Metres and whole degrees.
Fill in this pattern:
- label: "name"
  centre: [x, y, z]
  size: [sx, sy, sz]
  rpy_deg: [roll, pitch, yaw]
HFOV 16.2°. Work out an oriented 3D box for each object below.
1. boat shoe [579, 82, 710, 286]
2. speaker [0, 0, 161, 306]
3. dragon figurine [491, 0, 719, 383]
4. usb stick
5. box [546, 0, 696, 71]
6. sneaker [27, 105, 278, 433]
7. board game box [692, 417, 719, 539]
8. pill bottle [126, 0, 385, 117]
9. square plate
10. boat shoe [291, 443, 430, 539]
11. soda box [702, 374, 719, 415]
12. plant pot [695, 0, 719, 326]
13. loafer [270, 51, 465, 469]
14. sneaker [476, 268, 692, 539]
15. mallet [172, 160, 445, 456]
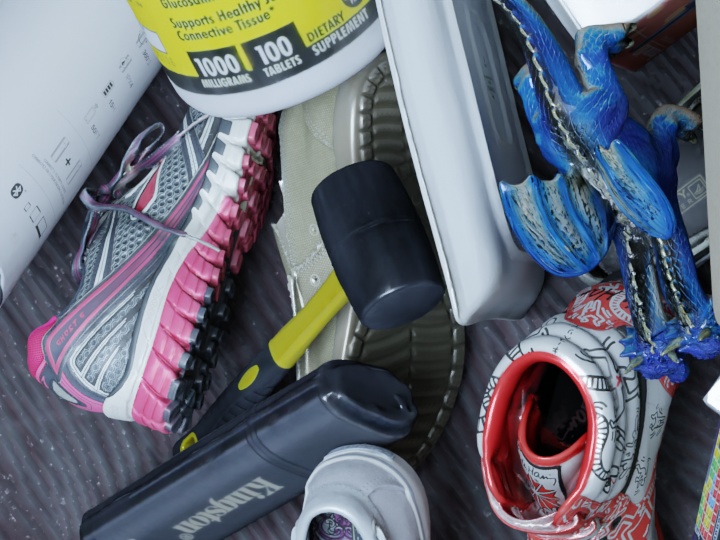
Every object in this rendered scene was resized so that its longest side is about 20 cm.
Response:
- label: "boat shoe"
  centre: [0.173, -0.058, 1.090]
  size: [0.200, 0.064, 0.071]
  rpy_deg: [-43, 81, 10]
- label: "speaker"
  centre: [-0.139, -0.082, 1.110]
  size: [0.081, 0.081, 0.200]
  rpy_deg: [24, 63, 12]
- label: "dragon figurine"
  centre: [0.090, -0.038, 0.968]
  size: [0.059, 0.200, 0.100]
  rpy_deg: [-21, 42, 27]
- label: "usb stick"
  centre: [-0.053, 0.089, 1.109]
  size: [0.200, 0.055, 0.033]
  rpy_deg: [-33, 51, 43]
- label: "box"
  centre: [0.154, -0.184, 1.048]
  size: [0.200, 0.152, 0.106]
  rpy_deg: [-36, 85, 12]
- label: "sneaker"
  centre: [-0.084, -0.029, 1.110]
  size: [0.074, 0.081, 0.200]
  rpy_deg: [14, 60, 8]
- label: "board game box"
  centre: [0.247, 0.069, 1.028]
  size: [0.199, 0.057, 0.166]
  rpy_deg: [9, 102, -11]
- label: "pill bottle"
  centre: [-0.066, -0.171, 1.038]
  size: [0.112, 0.113, 0.200]
  rpy_deg: [-19, 123, 13]
- label: "square plate"
  centre: [0.042, -0.077, 1.052]
  size: [0.028, 0.200, 0.199]
  rpy_deg: [-13, 87, 10]
- label: "boat shoe"
  centre: [0.007, 0.175, 1.047]
  size: [0.072, 0.069, 0.201]
  rpy_deg: [4, 109, 17]
- label: "soda box"
  centre: [0.232, -0.006, 1.077]
  size: [0.068, 0.064, 0.200]
  rpy_deg: [36, 98, 11]
- label: "plant pot"
  centre: [0.239, -0.073, 0.882]
  size: [0.199, 0.177, 0.200]
  rpy_deg: [-5, 97, -9]
- label: "loafer"
  centre: [0.000, 0.000, 1.132]
  size: [0.068, 0.076, 0.201]
  rpy_deg: [14, 106, 50]
- label: "sneaker"
  centre: [0.086, 0.104, 1.065]
  size: [0.067, 0.108, 0.202]
  rpy_deg: [19, 116, 27]
- label: "mallet"
  centre: [-0.027, 0.040, 1.086]
  size: [0.200, 0.041, 0.066]
  rpy_deg: [-56, 50, 38]
